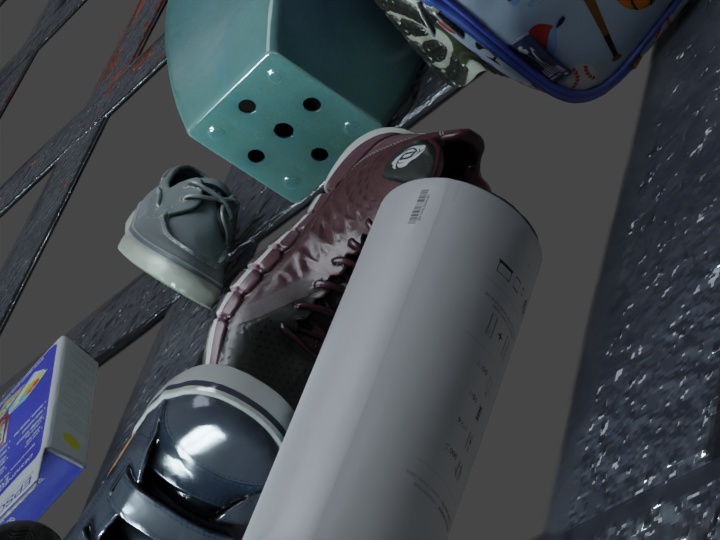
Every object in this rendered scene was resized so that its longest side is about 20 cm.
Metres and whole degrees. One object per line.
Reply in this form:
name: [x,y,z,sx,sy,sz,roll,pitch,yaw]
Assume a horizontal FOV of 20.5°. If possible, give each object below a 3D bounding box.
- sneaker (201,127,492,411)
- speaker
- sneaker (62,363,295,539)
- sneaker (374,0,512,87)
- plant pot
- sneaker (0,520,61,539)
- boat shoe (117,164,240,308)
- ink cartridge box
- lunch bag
sneaker: [0.000,0.000,0.996,0.115,0.076,0.200,-12,43,58]
speaker: [0.015,0.059,0.844,0.081,0.081,0.200,-31,29,48]
sneaker: [-0.089,0.120,0.898,0.080,0.078,0.200,-61,4,-39]
sneaker: [0.075,-0.158,1.123,0.089,0.077,0.200,-43,22,-13]
plant pot: [-0.038,-0.153,1.268,0.141,0.141,0.201,-39,31,36]
sneaker: [-0.215,0.216,1.083,0.201,0.075,0.116,-63,5,5]
boat shoe: [-0.117,-0.032,1.328,0.072,0.070,0.201,-57,15,7]
ink cartridge box: [-0.257,0.166,1.357,0.198,0.047,0.200,-45,22,18]
lunch bag: [0.099,-0.188,0.955,0.200,0.160,0.076,-51,19,3]
